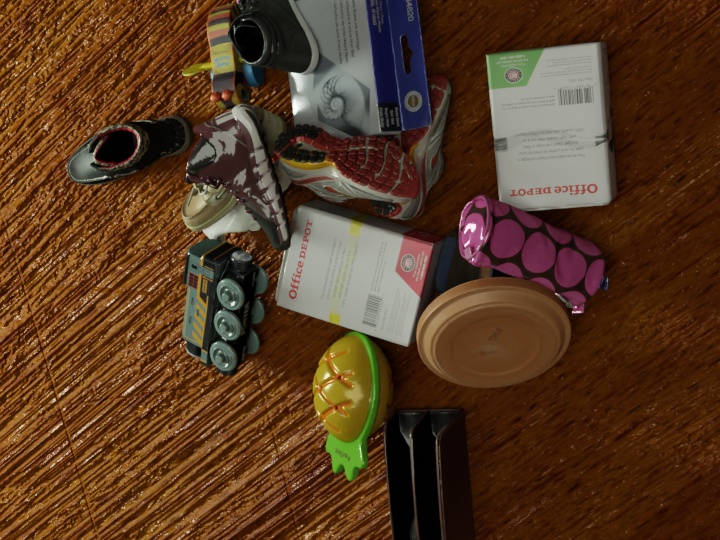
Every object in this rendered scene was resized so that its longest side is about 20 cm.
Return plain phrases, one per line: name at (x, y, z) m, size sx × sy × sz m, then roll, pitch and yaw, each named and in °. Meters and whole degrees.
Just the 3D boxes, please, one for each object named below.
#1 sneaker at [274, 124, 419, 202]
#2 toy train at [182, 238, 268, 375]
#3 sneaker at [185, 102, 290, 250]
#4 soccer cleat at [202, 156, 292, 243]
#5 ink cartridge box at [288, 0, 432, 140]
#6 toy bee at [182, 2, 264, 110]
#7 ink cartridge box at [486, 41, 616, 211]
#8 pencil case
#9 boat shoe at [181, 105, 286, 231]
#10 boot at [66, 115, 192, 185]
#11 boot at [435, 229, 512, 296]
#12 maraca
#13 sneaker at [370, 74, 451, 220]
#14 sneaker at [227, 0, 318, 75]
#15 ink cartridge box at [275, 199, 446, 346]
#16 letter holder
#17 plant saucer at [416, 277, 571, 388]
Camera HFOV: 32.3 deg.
sneaker at (-0.012, -0.128, 1.603) m, size 0.199 × 0.082 × 0.078 m, roll 19°, pitch 60°, yaw 24°
toy train at (-0.198, 0.051, 1.752) m, size 0.113 × 0.085 × 0.201 m, roll 25°, pitch 125°, yaw 22°
sneaker at (-0.165, -0.109, 1.621) m, size 0.115 × 0.076 × 0.202 m, roll -17°, pitch 105°, yaw 1°
soccer cleat at (-0.142, -0.101, 1.730) m, size 0.199 × 0.069 × 0.078 m, roll -27°, pitch 96°, yaw 27°
ink cartridge box at (-0.010, -0.270, 1.627) m, size 0.199 × 0.040 × 0.201 m, roll -8°, pitch 90°, yaw 35°
toy bee at (-0.169, -0.264, 1.684) m, size 0.130 × 0.109 × 0.201 m, roll -31°, pitch 89°, yaw 18°
ink cartridge box at (0.245, -0.182, 1.577) m, size 0.145 × 0.084 × 0.202 m, roll -3°, pitch 99°, yaw 18°
pencil case at (0.214, -0.020, 1.563) m, size 0.199 × 0.091 × 0.094 m, roll 21°, pitch 83°, yaw -23°
boat shoe at (-0.184, -0.141, 1.677) m, size 0.200 × 0.063 × 0.073 m, roll -50°, pitch 48°, yaw 13°
boot at (-0.352, -0.165, 1.734) m, size 0.202 × 0.154 × 0.074 m, roll -16°, pitch 95°, yaw 19°
boot at (0.149, 0.042, 1.672) m, size 0.097 × 0.074 × 0.202 m, roll 28°, pitch 120°, yaw 37°
maraca at (-0.012, 0.184, 1.704) m, size 0.106 × 0.137 × 0.202 m, roll 5°, pitch 93°, yaw -25°
sneaker at (0.074, -0.163, 1.648) m, size 0.077 × 0.082 × 0.202 m, roll 21°, pitch 91°, yaw 38°
sneaker at (-0.139, -0.340, 1.630) m, size 0.071 × 0.099 × 0.201 m, roll -49°, pitch 62°, yaw 34°
ink cartridge box at (0.000, 0.000, 1.689) m, size 0.198 × 0.083 × 0.146 m, roll 17°, pitch 104°, yaw 14°
letter holder at (0.086, 0.303, 1.684) m, size 0.100 × 0.142 × 0.202 m, roll -3°, pitch 99°, yaw 18°
plant saucer at (0.171, 0.088, 1.591) m, size 0.198 × 0.032 × 0.201 m, roll -2°, pitch 136°, yaw -2°
